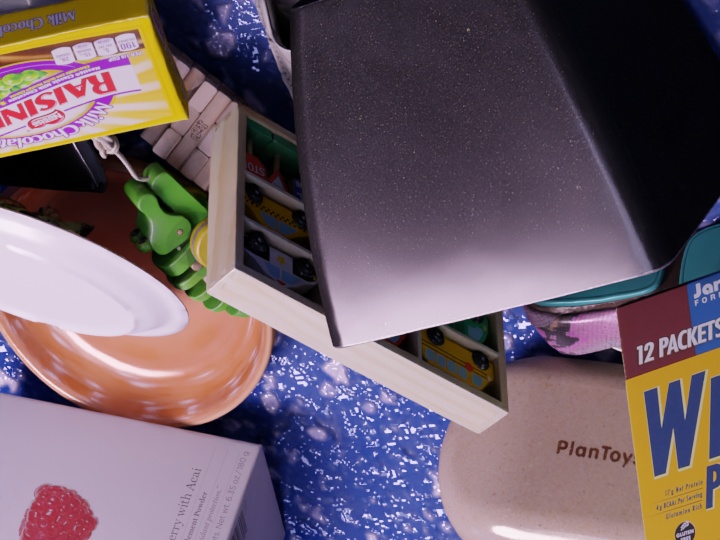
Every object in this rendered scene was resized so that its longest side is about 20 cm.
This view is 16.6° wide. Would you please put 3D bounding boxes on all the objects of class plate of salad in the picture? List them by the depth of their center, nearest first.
[{"bbox_3d":[-0.194,-0.011,1.471,0.199,0.048,0.200,18,163,6],"label":"plate of salad"}]

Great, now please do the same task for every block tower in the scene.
[{"bbox_3d":[-0.114,-0.100,1.443,0.200,0.054,0.058,39,97,-6],"label":"block tower"}]

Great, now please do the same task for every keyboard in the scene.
[{"bbox_3d":[-0.214,-0.100,1.471,0.199,0.040,0.104,7,133,52],"label":"keyboard"}]

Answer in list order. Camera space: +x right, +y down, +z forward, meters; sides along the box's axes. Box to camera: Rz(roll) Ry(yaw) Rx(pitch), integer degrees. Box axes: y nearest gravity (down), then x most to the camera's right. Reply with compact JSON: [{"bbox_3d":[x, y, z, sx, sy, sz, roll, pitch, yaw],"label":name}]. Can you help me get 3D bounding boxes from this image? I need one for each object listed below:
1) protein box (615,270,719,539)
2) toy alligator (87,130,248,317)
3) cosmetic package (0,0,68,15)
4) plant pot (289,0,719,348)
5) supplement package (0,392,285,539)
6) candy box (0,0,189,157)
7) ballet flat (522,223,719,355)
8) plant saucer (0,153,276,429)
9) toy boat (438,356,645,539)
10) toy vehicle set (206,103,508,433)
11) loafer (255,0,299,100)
[{"bbox_3d":[0.254,0.115,1.318,0.134,0.200,0.200,-21,150,31],"label":"protein box"},{"bbox_3d":[-0.105,-0.020,1.427,0.200,0.059,0.054,35,95,-37],"label":"toy alligator"},{"bbox_3d":[-0.193,-0.243,1.320,0.087,0.103,0.201,2,110,35],"label":"cosmetic package"},{"bbox_3d":[0.072,-0.094,1.310,0.199,0.199,0.178,-15,105,29],"label":"plant pot"},{"bbox_3d":[-0.166,0.173,1.601,0.199,0.122,0.120,10,147,14],"label":"supplement package"},{"bbox_3d":[-0.198,-0.096,1.318,0.199,0.027,0.102,-12,152,4],"label":"candy box"},{"bbox_3d":[0.189,0.015,1.416,0.199,0.069,0.071,-9,137,31],"label":"ballet flat"},{"bbox_3d":[-0.144,0.009,1.553,0.199,0.038,0.201,11,126,15],"label":"plant saucer"},{"bbox_3d":[0.149,0.130,1.483,0.199,0.131,0.131,7,157,22],"label":"toy boat"},{"bbox_3d":[0.000,0.000,1.390,0.199,0.125,0.026,28,131,-30],"label":"toy vehicle set"},{"bbox_3d":[-0.026,-0.133,1.386,0.069,0.070,0.201,-4,121,24],"label":"loafer"}]
